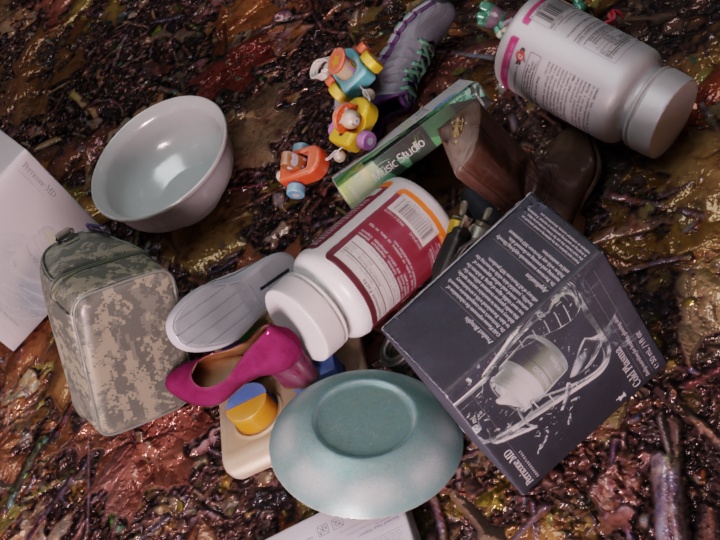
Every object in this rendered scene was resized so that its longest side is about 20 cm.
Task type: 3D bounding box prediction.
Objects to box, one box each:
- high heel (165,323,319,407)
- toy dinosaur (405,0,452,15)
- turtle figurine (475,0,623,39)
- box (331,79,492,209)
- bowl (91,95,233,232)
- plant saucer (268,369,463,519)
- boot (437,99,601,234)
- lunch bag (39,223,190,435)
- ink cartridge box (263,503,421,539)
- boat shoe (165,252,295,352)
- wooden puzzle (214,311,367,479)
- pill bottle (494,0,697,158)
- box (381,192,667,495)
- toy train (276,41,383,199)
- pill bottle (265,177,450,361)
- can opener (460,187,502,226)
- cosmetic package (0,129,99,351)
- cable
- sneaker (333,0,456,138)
[{"bbox_3d":[-0.146,0.093,1.671,0.199,0.096,0.068,-11,46,28],"label":"high heel"},{"bbox_3d":[0.104,-0.387,1.977,0.101,0.058,0.200,-4,45,21],"label":"toy dinosaur"},{"bbox_3d":[0.222,-0.305,1.814,0.150,0.101,0.200,-38,30,-10],"label":"turtle figurine"},{"bbox_3d":[0.056,-0.149,1.789,0.200,0.036,0.144,-38,9,1],"label":"box"},{"bbox_3d":[-0.237,-0.119,1.969,0.200,0.090,0.202,-18,47,20],"label":"bowl"},{"bbox_3d":[0.005,0.162,1.563,0.200,0.039,0.201,-2,43,2],"label":"plant saucer"},{"bbox_3d":[0.167,-0.131,1.629,0.064,0.200,0.187,-28,39,38],"label":"boot"},{"bbox_3d":[-0.292,0.063,1.776,0.139,0.201,0.168,-24,31,-27],"label":"lunch bag"},{"bbox_3d":[-0.023,0.325,1.503,0.196,0.043,0.200,-27,46,9],"label":"ink cartridge box"},{"bbox_3d":[-0.151,0.044,1.762,0.200,0.074,0.067,-27,3,-41],"label":"boat shoe"},{"bbox_3d":[-0.083,0.112,1.713,0.185,0.046,0.200,-25,46,14],"label":"wooden puzzle"},{"bbox_3d":[0.255,-0.209,1.671,0.200,0.113,0.113,33,76,24],"label":"pill bottle"},{"bbox_3d":[0.159,0.072,1.475,0.196,0.200,0.124,-41,45,-2],"label":"box"},{"bbox_3d":[-0.046,-0.192,1.860,0.150,0.056,0.201,-10,60,38],"label":"toy train"},{"bbox_3d":[0.000,0.000,1.670,0.200,0.114,0.114,-41,42,-24],"label":"pill bottle"},{"bbox_3d":[0.147,-0.028,1.660,0.078,0.064,0.200,-8,41,-11],"label":"can opener"},{"bbox_3d":[-0.461,-0.043,1.976,0.200,0.199,0.123,-49,44,-10],"label":"cosmetic package"},{"bbox_3d":[0.095,0.026,1.624,0.097,0.050,0.201,31,99,46],"label":"cable"},{"bbox_3d":[0.061,-0.242,1.900,0.200,0.074,0.088,-48,54,7],"label":"sneaker"}]
